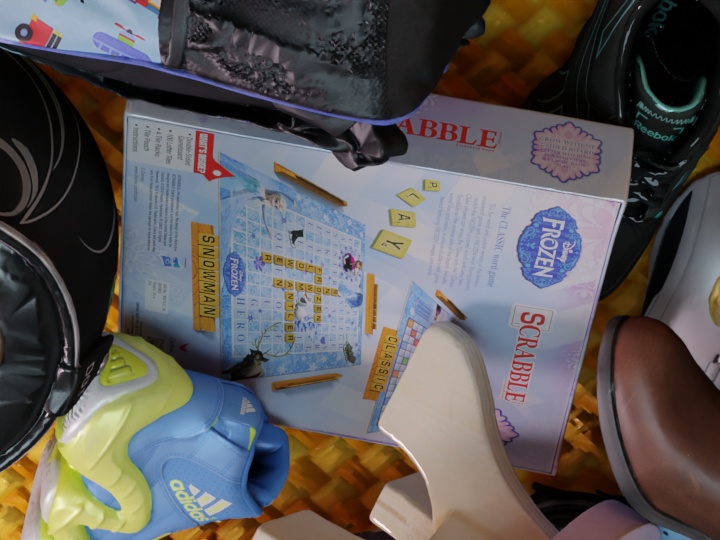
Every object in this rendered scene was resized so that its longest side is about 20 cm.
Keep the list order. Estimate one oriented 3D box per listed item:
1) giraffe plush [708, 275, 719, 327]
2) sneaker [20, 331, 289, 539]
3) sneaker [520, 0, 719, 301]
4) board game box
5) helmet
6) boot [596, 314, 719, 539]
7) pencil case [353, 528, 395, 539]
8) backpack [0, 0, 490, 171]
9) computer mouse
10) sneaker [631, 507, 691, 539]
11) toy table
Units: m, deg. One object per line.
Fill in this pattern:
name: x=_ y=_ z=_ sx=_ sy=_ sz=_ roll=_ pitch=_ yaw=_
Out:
giraffe plush: x=0.215 y=-0.032 z=1.129 sx=0.172 sy=0.200 sz=0.162 roll=10 pitch=129 yaw=-32
sneaker: x=-0.091 y=0.101 z=1.260 sx=0.105 sy=0.076 sz=0.200 roll=14 pitch=150 yaw=-6
sneaker: x=0.106 y=-0.062 z=1.172 sx=0.075 sy=0.079 sz=0.201 roll=12 pitch=124 yaw=-5
board game box: x=0.000 y=0.000 z=1.194 sx=0.198 sy=0.041 sz=0.200 roll=11 pitch=144 yaw=1
helmet: x=-0.197 y=-0.018 z=1.155 sx=0.199 sy=0.191 sz=0.201 roll=-6 pitch=123 yaw=-9
boot: x=0.208 y=0.075 z=1.116 sx=0.199 sy=0.069 sz=0.189 roll=-18 pitch=110 yaw=34
pencil case: x=-0.041 y=0.167 z=1.297 sx=0.199 sy=0.078 sz=0.090 roll=-13 pitch=146 yaw=-6
backpack: x=-0.054 y=-0.138 z=1.086 sx=0.199 sy=0.183 sz=0.135 roll=11 pitch=114 yaw=11
computer mouse: x=0.144 y=0.047 z=1.256 sx=0.109 sy=0.044 sz=0.201 roll=12 pitch=122 yaw=-3
sneaker: x=0.154 y=0.120 z=1.258 sx=0.090 sy=0.078 sz=0.201 roll=28 pitch=122 yaw=3
toy table: x=0.037 y=0.128 z=1.168 sx=0.117 sy=0.200 sz=0.184 roll=30 pitch=92 yaw=17
